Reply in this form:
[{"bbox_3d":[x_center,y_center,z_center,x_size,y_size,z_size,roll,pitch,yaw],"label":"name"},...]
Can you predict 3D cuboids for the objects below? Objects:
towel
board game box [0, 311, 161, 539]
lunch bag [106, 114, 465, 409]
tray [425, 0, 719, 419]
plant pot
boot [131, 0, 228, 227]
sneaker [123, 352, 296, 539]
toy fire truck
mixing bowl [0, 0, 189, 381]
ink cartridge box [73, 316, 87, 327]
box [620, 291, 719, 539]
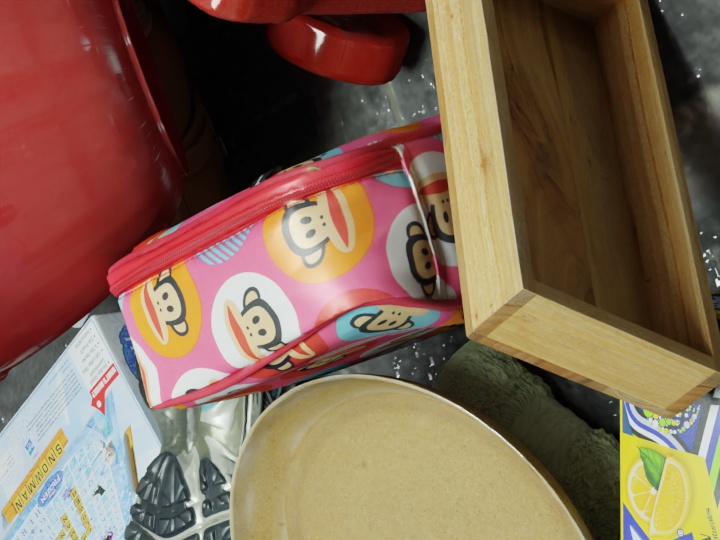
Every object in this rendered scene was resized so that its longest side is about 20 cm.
[{"bbox_3d":[0.061,0.146,0.943,0.148,0.036,0.201,37,119,33],"label":"towel"},{"bbox_3d":[-0.132,0.161,1.125,0.200,0.041,0.200,-48,63,36],"label":"board game box"},{"bbox_3d":[0.000,0.000,0.875,0.176,0.199,0.083,-27,81,41],"label":"lunch bag"},{"bbox_3d":[0.077,-0.048,0.808,0.037,0.098,0.201,-42,39,37],"label":"tray"},{"bbox_3d":[0.029,0.132,0.901,0.199,0.027,0.202,17,121,31],"label":"plant pot"},{"bbox_3d":[-0.117,-0.113,1.060,0.156,0.076,0.200,63,177,-25],"label":"boot"},{"bbox_3d":[-0.056,0.097,1.012,0.077,0.086,0.202,3,88,41],"label":"sneaker"},{"bbox_3d":[-0.060,-0.163,0.934,0.200,0.167,0.113,37,118,34],"label":"toy fire truck"},{"bbox_3d":[-0.138,-0.066,0.888,0.107,0.200,0.202,-20,78,0],"label":"mixing bowl"},{"bbox_3d":[-0.230,-0.057,1.065,0.083,0.199,0.147,-57,41,32],"label":"ink cartridge box"},{"bbox_3d":[0.146,0.112,0.835,0.064,0.070,0.202,3,96,43],"label":"box"}]
